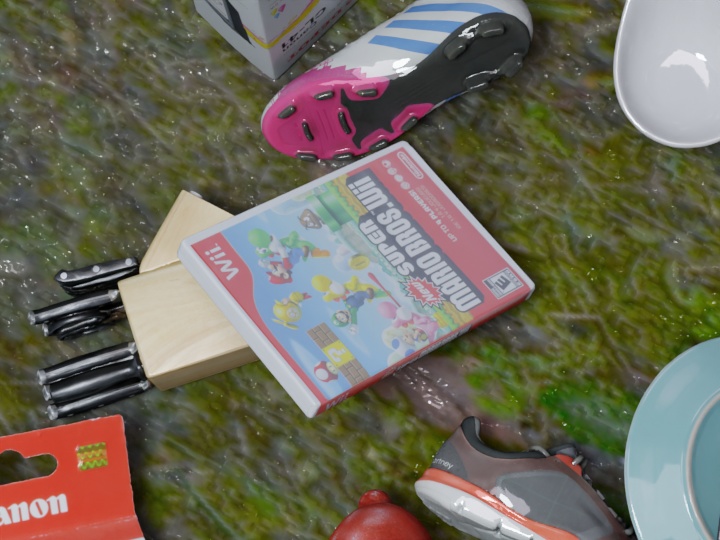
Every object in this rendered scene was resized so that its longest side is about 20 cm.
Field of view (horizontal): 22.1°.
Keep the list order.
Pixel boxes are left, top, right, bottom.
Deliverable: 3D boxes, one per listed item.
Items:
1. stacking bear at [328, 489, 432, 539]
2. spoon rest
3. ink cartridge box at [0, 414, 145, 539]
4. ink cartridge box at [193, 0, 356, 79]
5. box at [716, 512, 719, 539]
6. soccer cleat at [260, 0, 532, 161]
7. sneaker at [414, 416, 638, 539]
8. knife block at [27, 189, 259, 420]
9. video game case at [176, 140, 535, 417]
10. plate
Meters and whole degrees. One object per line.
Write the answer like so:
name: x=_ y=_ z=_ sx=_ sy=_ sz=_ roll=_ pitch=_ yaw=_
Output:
stacking bear: x=0.062 y=0.225 z=1.167 sx=0.200 sy=0.114 sz=0.122 roll=37 pitch=82 yaw=13
spoon rest: x=0.209 y=-0.180 z=1.262 sx=0.099 sy=0.061 sz=0.201 roll=-15 pitch=78 yaw=-1
ink cartridge box: x=-0.203 y=0.204 z=1.157 sx=0.161 sy=0.050 sz=0.201 roll=-9 pitch=97 yaw=-24
ink cartridge box: x=-0.040 y=-0.226 z=1.210 sx=0.086 sy=0.200 sz=0.148 roll=44 pitch=84 yaw=9
box: x=0.323 y=0.172 z=1.108 sx=0.199 sy=0.114 sz=0.133 roll=13 pitch=82 yaw=-34
soccer cleat: x=0.025 y=-0.139 z=1.266 sx=0.199 sy=0.070 sz=0.087 roll=-21 pitch=37 yaw=12
sneaker: x=0.138 y=0.154 z=1.193 sx=0.199 sy=0.077 sz=0.082 roll=26 pitch=73 yaw=6
knife block: x=-0.115 y=0.047 z=1.228 sx=0.199 sy=0.064 sz=0.176 roll=27 pitch=82 yaw=7
video game case: x=0.000 y=0.000 z=1.194 sx=0.199 sy=0.017 sz=0.143 roll=-27 pitch=66 yaw=-36
plate: x=0.264 y=0.137 z=1.181 sx=0.199 sy=0.026 sz=0.201 roll=5 pitch=73 yaw=-18
